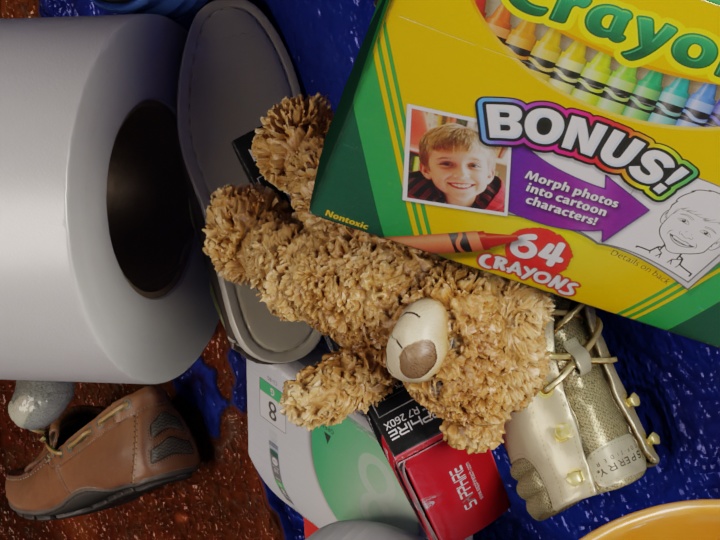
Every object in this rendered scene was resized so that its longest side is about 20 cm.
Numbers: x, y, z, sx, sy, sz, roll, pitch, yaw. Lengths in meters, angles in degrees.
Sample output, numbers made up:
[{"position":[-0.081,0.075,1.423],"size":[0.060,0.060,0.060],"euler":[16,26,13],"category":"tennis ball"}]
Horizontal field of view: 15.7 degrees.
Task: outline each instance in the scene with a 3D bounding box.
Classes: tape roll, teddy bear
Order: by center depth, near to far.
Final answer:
[{"position":[0.000,0.000,1.203],"size":[0.145,0.067,0.200],"euler":[-40,60,16],"category":"teddy bear"},{"position":[-0.171,-0.039,1.435],"size":[0.139,0.203,0.204],"euler":[0,110,23],"category":"tape roll"}]

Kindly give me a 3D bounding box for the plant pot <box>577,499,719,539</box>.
[{"position":[0.157,0.235,1.170],"size":[0.200,0.200,0.184],"euler":[48,157,30],"category":"plant pot"}]

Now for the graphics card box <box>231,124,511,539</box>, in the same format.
[{"position":[0.006,0.028,1.308],"size":[0.200,0.051,0.126],"euler":[61,178,28],"category":"graphics card box"}]

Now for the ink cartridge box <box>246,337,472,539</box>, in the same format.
[{"position":[-0.002,0.152,1.475],"size":[0.161,0.050,0.201],"euler":[32,130,44],"category":"ink cartridge box"}]

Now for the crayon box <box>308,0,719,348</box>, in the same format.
[{"position":[0.099,-0.068,1.074],"size":[0.173,0.199,0.058],"euler":[113,172,-45],"category":"crayon box"}]

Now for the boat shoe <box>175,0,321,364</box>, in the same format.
[{"position":[-0.064,-0.047,1.433],"size":[0.060,0.071,0.201],"euler":[161,98,-75],"category":"boat shoe"}]

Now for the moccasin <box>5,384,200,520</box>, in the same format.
[{"position":[-0.176,0.116,1.689],"size":[0.201,0.073,0.078],"euler":[-27,77,60],"category":"moccasin"}]

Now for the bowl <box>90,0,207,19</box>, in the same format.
[{"position":[-0.127,-0.236,1.424],"size":[0.200,0.039,0.202],"euler":[25,119,55],"category":"bowl"}]

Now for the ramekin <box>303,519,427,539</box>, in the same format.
[{"position":[0.016,0.228,1.393],"size":[0.200,0.098,0.201],"euler":[30,147,22],"category":"ramekin"}]

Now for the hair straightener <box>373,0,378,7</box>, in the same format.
[{"position":[-0.010,-0.149,1.296],"size":[0.199,0.041,0.077],"euler":[11,146,37],"category":"hair straightener"}]

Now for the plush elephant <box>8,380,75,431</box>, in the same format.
[{"position":[-0.238,-0.026,1.606],"size":[0.165,0.154,0.201],"euler":[-45,58,30],"category":"plush elephant"}]

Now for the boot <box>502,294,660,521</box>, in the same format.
[{"position":[0.098,0.027,1.226],"size":[0.156,0.073,0.200],"euler":[66,152,13],"category":"boot"}]
